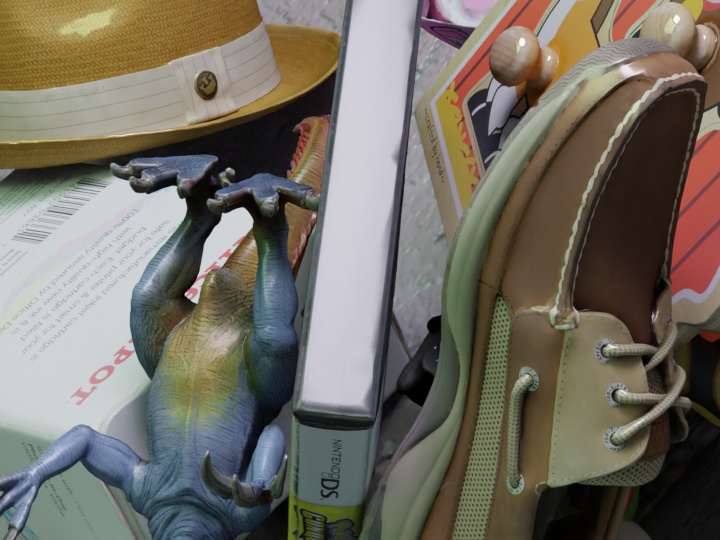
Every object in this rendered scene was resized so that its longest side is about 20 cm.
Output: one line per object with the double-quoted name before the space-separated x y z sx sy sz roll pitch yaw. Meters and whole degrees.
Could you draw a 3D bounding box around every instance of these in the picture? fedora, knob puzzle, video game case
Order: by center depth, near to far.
"knob puzzle" 0.083 -0.061 0.780 0.220 0.030 0.220 -37 43 44
"video game case" 0.000 0.000 0.812 0.025 0.181 0.201 6 60 2
"fedora" -0.106 -0.105 1.084 0.200 0.082 0.201 -9 16 3

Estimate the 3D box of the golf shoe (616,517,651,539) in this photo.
"golf shoe" 0.019 0.149 0.792 0.199 0.077 0.088 -21 54 13

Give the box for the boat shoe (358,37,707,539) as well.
"boat shoe" 0.063 0.030 0.710 0.072 0.201 0.076 35 35 31

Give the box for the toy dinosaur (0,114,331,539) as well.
"toy dinosaur" -0.038 0.057 0.839 0.105 0.182 0.200 10 20 35

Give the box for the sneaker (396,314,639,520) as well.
"sneaker" 0.052 0.016 0.899 0.084 0.077 0.200 -18 42 23

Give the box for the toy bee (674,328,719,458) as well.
"toy bee" 0.146 0.023 0.781 0.131 0.109 0.200 9 60 44

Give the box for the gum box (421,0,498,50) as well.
"gum box" 0.128 -0.086 0.887 0.200 0.113 0.066 17 83 49

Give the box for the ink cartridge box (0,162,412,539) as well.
"ink cartridge box" -0.101 0.036 0.981 0.200 0.088 0.145 8 43 47
